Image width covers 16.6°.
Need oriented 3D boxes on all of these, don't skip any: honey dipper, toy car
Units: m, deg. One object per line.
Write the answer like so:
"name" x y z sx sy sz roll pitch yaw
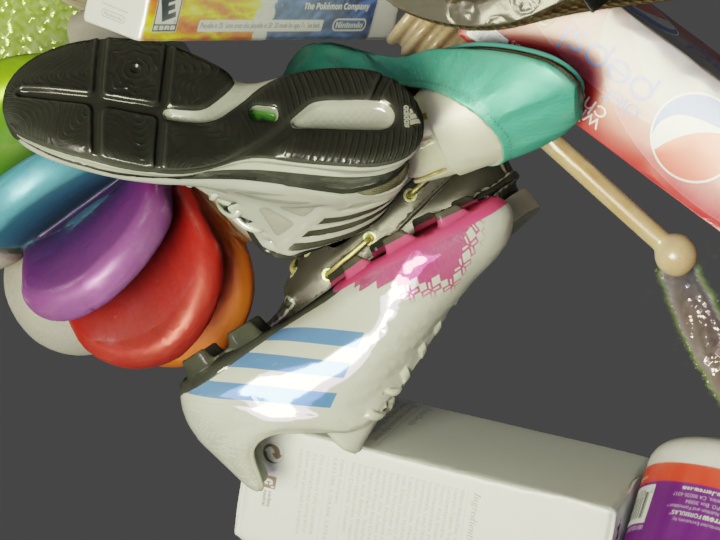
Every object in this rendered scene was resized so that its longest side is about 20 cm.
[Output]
"honey dipper" 0.098 -0.067 1.288 0.200 0.038 0.038 43 110 0
"toy car" -0.133 -0.024 1.283 0.175 0.150 0.200 -34 129 16

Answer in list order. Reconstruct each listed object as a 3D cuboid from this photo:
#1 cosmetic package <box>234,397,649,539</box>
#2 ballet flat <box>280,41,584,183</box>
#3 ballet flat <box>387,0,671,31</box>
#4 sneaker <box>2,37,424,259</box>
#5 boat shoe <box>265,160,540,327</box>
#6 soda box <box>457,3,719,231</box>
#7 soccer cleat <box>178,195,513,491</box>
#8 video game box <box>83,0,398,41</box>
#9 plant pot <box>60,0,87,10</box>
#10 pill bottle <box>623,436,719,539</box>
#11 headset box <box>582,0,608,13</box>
"cosmetic package" 0.045 0.122 1.310 0.199 0.102 0.074 14 106 16
"ballet flat" 0.026 -0.075 1.251 0.199 0.071 0.067 8 143 46
"ballet flat" 0.103 -0.154 1.197 0.199 0.046 0.068 -4 93 19
"sneaker" -0.075 -0.046 1.199 0.199 0.076 0.116 6 146 -6
"boat shoe" 0.000 0.000 1.317 0.201 0.072 0.061 -35 85 14
"soda box" 0.151 -0.088 1.247 0.200 0.070 0.064 39 108 9
"soccer cleat" 0.004 0.038 1.248 0.199 0.070 0.087 -31 91 11
"video game box" -0.038 -0.205 1.216 0.047 0.200 0.183 21 108 35
"plant pot" -0.152 -0.219 1.258 0.199 0.183 0.202 4 102 18
"pill bottle" 0.172 0.192 1.234 0.112 0.113 0.201 15 73 14
"headset box" 0.104 -0.248 1.152 0.149 0.077 0.200 -37 67 7
